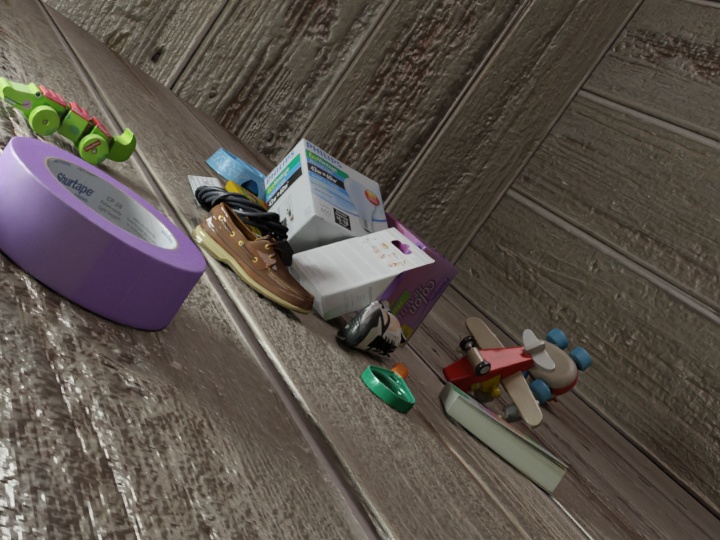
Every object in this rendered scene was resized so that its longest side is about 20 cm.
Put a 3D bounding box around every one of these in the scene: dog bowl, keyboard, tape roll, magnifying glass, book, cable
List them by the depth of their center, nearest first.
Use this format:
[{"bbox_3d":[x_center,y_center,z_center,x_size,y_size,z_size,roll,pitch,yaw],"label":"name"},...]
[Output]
[{"bbox_3d":[-0.236,-0.034,0.750,0.199,0.066,0.200,37,6,-4],"label":"tape roll"},{"bbox_3d":[0.046,0.153,1.170,0.079,0.023,0.200,38,5,6],"label":"magnifying glass"},{"bbox_3d":[-0.178,-0.080,1.278,0.162,0.051,0.200,32,-12,21],"label":"cable"},{"bbox_3d":[0.215,0.253,1.311,0.199,0.048,0.134,35,2,-2],"label":"book"},{"bbox_3d":[-0.274,-0.144,1.513,0.055,0.011,0.200,-2,20,-16],"label":"keyboard"},{"bbox_3d":[-0.290,-0.237,2.064,0.111,0.050,0.199,41,8,35],"label":"dog bowl"}]

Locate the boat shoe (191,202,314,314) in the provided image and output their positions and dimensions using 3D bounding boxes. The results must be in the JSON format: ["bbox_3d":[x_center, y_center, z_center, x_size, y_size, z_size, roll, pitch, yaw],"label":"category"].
[{"bbox_3d":[-0.140,-0.017,1.160,0.199,0.068,0.072,38,6,7],"label":"boat shoe"}]

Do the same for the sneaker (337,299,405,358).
[{"bbox_3d":[0.026,0.094,1.277,0.080,0.073,0.200,53,15,7],"label":"sneaker"}]

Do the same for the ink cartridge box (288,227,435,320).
[{"bbox_3d":[0.000,0.000,1.362,0.197,0.051,0.161,-14,29,-19],"label":"ink cartridge box"}]

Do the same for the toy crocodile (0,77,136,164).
[{"bbox_3d":[-0.393,-0.202,1.135,0.199,0.062,0.067,32,7,-39],"label":"toy crocodile"}]

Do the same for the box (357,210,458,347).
[{"bbox_3d":[0.060,0.011,1.593,0.096,0.177,0.200,32,8,-33],"label":"box"}]

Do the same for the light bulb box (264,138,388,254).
[{"bbox_3d":[-0.059,-0.095,1.524,0.197,0.125,0.202,26,37,-35],"label":"light bulb box"}]

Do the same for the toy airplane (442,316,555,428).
[{"bbox_3d":[0.258,0.188,1.565,0.197,0.142,0.201,25,38,6],"label":"toy airplane"}]

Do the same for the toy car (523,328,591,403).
[{"bbox_3d":[0.523,0.303,2.317,0.177,0.183,0.202,42,-20,42],"label":"toy car"}]

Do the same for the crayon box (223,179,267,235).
[{"bbox_3d":[-0.193,-0.099,1.570,0.199,0.051,0.127,34,7,-27],"label":"crayon box"}]
